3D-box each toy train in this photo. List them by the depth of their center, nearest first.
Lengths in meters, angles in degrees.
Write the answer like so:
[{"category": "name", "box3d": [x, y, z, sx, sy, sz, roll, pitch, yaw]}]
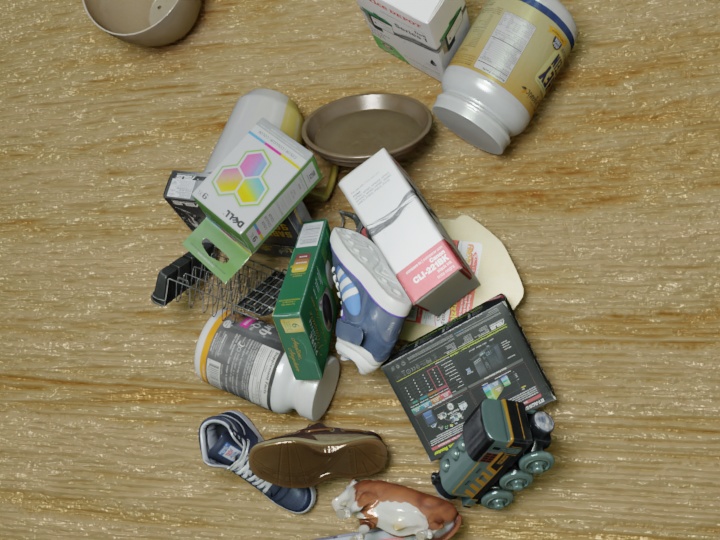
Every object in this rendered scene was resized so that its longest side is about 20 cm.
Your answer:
[{"category": "toy train", "box3d": [0.169, 0.241, 0.991, 0.111, 0.202, 0.087, 13, 46, -16]}]

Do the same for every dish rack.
[{"category": "dish rack", "box3d": [-0.194, 0.025, 1.143, 0.195, 0.154, 0.056, 19, 119, 14]}]

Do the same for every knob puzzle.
[{"category": "knob puzzle", "box3d": [0.141, 0.022, 1.108, 0.214, 0.030, 0.227, -4, 80, 20]}]

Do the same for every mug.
[{"category": "mug", "box3d": [-0.140, -0.183, 1.188, 0.147, 0.184, 0.157, -3, 67, 49]}]

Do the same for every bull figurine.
[{"category": "bull figurine", "box3d": [0.036, 0.328, 1.033, 0.195, 0.121, 0.067, 2, 103, 25]}]

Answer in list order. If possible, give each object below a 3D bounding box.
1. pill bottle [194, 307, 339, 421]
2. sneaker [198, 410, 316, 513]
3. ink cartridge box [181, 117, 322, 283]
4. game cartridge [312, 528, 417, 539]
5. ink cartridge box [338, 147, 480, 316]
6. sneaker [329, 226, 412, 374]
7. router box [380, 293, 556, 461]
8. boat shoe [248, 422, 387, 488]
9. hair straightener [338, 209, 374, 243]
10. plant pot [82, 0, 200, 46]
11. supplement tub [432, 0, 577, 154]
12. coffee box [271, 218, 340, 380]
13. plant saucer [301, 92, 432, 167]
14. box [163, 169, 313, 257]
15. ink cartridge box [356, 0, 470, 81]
[{"category": "pill bottle", "box3d": [-0.137, 0.140, 1.126, 0.195, 0.116, 0.119, 19, 86, 17]}, {"category": "sneaker", "box3d": [-0.156, 0.283, 1.111, 0.199, 0.108, 0.071, 39, 93, 18]}, {"category": "ink cartridge box", "box3d": [-0.155, -0.096, 1.026, 0.103, 0.060, 0.201, 35, 77, 25]}, {"category": "game cartridge", "box3d": [0.030, 0.435, 1.074, 0.195, 0.041, 0.137, -14, 82, 13]}, {"category": "ink cartridge box", "box3d": [0.069, -0.050, 1.052, 0.083, 0.144, 0.202, -36, 72, 10]}, {"category": "sneaker", "box3d": [-0.013, 0.049, 1.071, 0.201, 0.079, 0.149, 52, 123, 43]}, {"category": "router box", "box3d": [0.146, 0.146, 1.048, 0.197, 0.062, 0.152, -28, 93, 12]}, {"category": "boat shoe", "box3d": [-0.061, 0.256, 1.090, 0.194, 0.072, 0.074, -6, 105, -5]}, {"category": "hair straightener", "box3d": [0.000, 0.000, 1.136, 0.076, 0.041, 0.204, -35, 67, 25]}, {"category": "plant pot", "box3d": [-0.342, -0.459, 1.271, 0.194, 0.134, 0.207, -2, 81, 15]}, {"category": "supplement tub", "box3d": [0.202, -0.284, 1.085, 0.143, 0.144, 0.203, 31, 90, 18]}, {"category": "coffee box", "box3d": [-0.069, 0.037, 1.068, 0.043, 0.125, 0.203, -4, 41, 14]}, {"category": "plant saucer", "box3d": [0.010, -0.207, 1.130, 0.194, 0.030, 0.202, -4, 37, 3]}, {"category": "box", "box3d": [-0.174, -0.082, 1.148, 0.194, 0.159, 0.049, 8, 66, 16]}, {"category": "ink cartridge box", "box3d": [0.077, -0.374, 1.104, 0.144, 0.200, 0.085, 33, 90, 18]}]
